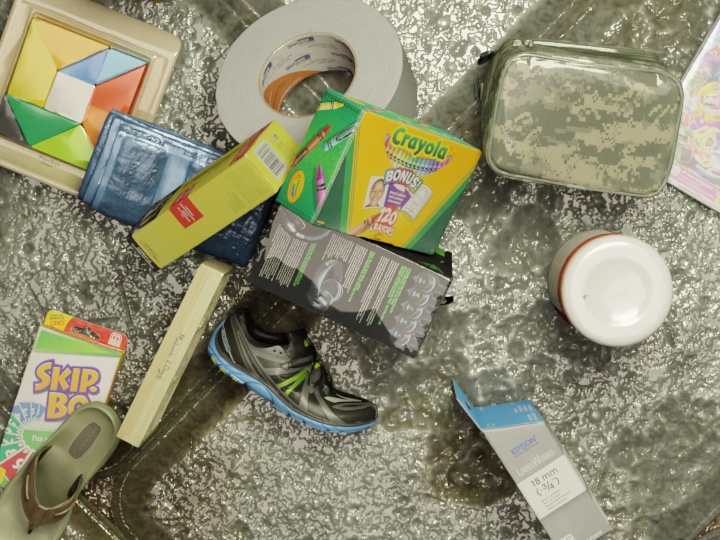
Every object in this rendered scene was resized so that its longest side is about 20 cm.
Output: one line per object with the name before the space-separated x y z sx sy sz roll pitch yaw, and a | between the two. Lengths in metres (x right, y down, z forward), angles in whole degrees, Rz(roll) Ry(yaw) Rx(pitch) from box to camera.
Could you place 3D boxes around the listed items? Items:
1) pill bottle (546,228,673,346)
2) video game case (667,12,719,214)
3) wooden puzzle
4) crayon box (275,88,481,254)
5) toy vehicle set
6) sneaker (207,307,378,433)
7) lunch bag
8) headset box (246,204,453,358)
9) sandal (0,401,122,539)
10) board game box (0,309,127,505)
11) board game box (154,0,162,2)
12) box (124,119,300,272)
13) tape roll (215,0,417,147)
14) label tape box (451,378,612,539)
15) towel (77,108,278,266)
pill bottle | 0.248 0.013 1.597 0.109 0.200 0.110 0 94 1
video game case | 0.402 -0.166 1.673 0.143 0.018 0.200 30 94 -1
wooden puzzle | -0.309 -0.189 1.674 0.185 0.037 0.200 22 94 0
crayon box | 0.021 -0.093 1.525 0.058 0.200 0.119 33 103 37
toy vehicle set | -0.192 0.083 1.647 0.026 0.124 0.200 26 94 -1
sneaker | -0.066 0.108 1.674 0.199 0.071 0.083 32 100 2
lunch bag | 0.217 -0.165 1.603 0.199 0.168 0.140 7 105 -1
headset box | 0.000 0.000 1.611 0.200 0.174 0.093 25 99 0
sandal | -0.330 0.226 1.669 0.080 0.057 0.201 33 95 -2
board game box | -0.327 0.151 1.705 0.095 0.030 0.201 19 92 -1
board game box | -0.154 -0.402 1.574 0.199 0.200 0.200 -16 94 2
box | -0.146 -0.072 1.551 0.200 0.075 0.050 -29 109 40
tape roll | -0.045 -0.182 1.603 0.200 0.066 0.201 -8 58 13
label tape box | 0.177 0.190 1.639 0.063 0.144 0.200 -33 93 3
towel | -0.190 -0.085 1.657 0.200 0.049 0.112 21 100 -10
